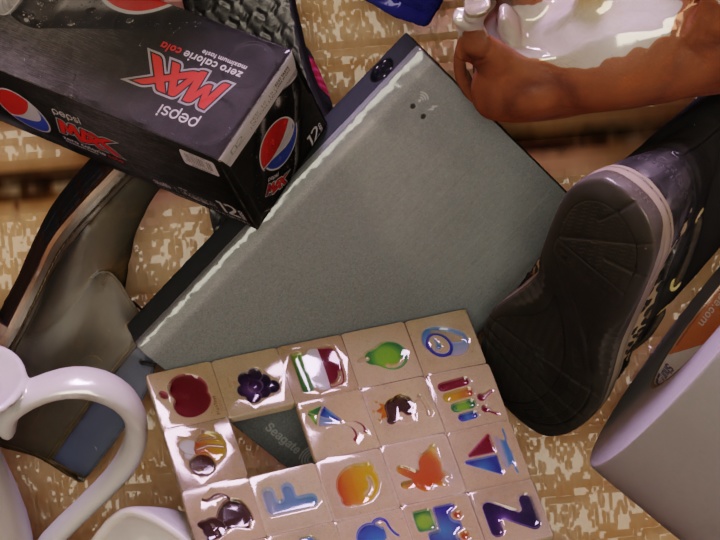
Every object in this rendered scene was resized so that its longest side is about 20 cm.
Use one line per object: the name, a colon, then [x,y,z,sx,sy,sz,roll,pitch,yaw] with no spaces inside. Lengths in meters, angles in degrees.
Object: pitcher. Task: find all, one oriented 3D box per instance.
pitcher: [-0.193,0.127,1.125,0.170,0.122,0.201,7,121,-2]

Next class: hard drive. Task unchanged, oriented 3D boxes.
hard drive: [0.000,0.000,1.142,0.200,0.033,0.139,-46,121,6]

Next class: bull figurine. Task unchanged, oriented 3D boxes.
bull figurine: [0.135,-0.117,1.050,0.198,0.122,0.066,-14,56,11]

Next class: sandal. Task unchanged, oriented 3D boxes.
sandal: [-0.046,-0.083,1.164,0.074,0.045,0.202,-9,99,9]

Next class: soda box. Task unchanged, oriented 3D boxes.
soda box: [-0.118,-0.094,1.112,0.199,0.063,0.071,23,69,27]

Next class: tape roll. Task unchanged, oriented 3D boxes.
tape roll: [0.195,0.035,1.084,0.066,0.200,0.201,39,94,0]

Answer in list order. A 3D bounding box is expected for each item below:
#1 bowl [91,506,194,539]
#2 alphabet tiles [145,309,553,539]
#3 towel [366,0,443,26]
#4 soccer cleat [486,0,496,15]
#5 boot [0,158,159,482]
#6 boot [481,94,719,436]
bowl: [-0.071,0.231,1.116,0.200,0.074,0.201,38,113,23]
alphabet tiles: [0.003,0.116,1.076,0.166,0.008,0.201,-11,57,-14]
towel: [0.006,-0.237,1.128,0.147,0.050,0.201,23,116,-2]
soccer cleat: [0.079,-0.141,1.112,0.199,0.069,0.078,24,108,-33]
boot: [-0.128,0.012,1.173,0.097,0.075,0.200,38,96,-16]
boot: [0.142,-0.012,1.132,0.073,0.201,0.150,40,56,17]
